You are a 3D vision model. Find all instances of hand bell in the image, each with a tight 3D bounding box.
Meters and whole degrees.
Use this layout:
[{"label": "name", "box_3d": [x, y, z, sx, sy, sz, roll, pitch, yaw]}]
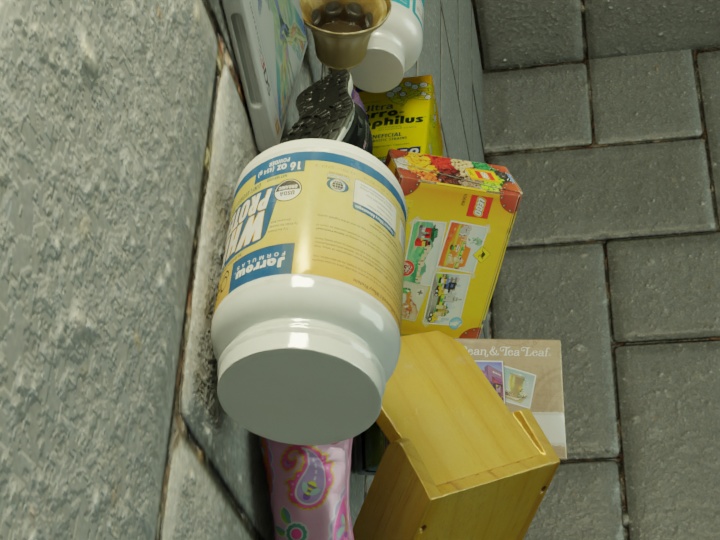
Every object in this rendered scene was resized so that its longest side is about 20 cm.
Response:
[{"label": "hand bell", "box_3d": [-0.021, -0.211, 1.376, 0.202, 0.102, 0.105, 92, 2, -48]}]

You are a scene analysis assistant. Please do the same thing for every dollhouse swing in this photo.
[{"label": "dollhouse swing", "box_3d": [0.060, 0.188, 1.228, 0.198, 0.175, 0.184, -6, 126, -46]}]

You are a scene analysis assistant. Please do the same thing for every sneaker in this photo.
[{"label": "sneaker", "box_3d": [-0.017, -0.110, 1.146, 0.088, 0.075, 0.201, 59, 20, -22]}]

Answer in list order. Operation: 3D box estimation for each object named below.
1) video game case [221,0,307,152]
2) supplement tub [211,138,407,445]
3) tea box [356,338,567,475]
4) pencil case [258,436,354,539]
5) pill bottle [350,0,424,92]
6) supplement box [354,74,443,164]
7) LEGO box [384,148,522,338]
[{"label": "video game case", "box_3d": [-0.086, -0.239, 1.137, 0.201, 0.022, 0.184, -81, 164, -51]}, {"label": "supplement tub", "box_3d": [-0.038, 0.015, 0.965, 0.146, 0.142, 0.202, 74, 15, -48]}, {"label": "tea box", "box_3d": [0.106, 0.157, 1.411, 0.197, 0.196, 0.136, 125, -35, -72]}, {"label": "pencil case", "box_3d": [-0.038, 0.219, 1.059, 0.087, 0.086, 0.204, -21, 106, -79]}, {"label": "pill bottle", "box_3d": [0.023, -0.310, 1.526, 0.112, 0.109, 0.202, 74, 16, -49]}, {"label": "supplement box", "box_3d": [0.041, -0.142, 1.565, 0.201, 0.107, 0.111, -82, 164, -51]}, {"label": "LEGO box", "box_3d": [0.085, -0.025, 1.458, 0.077, 0.146, 0.203, -111, -148, -61]}]
